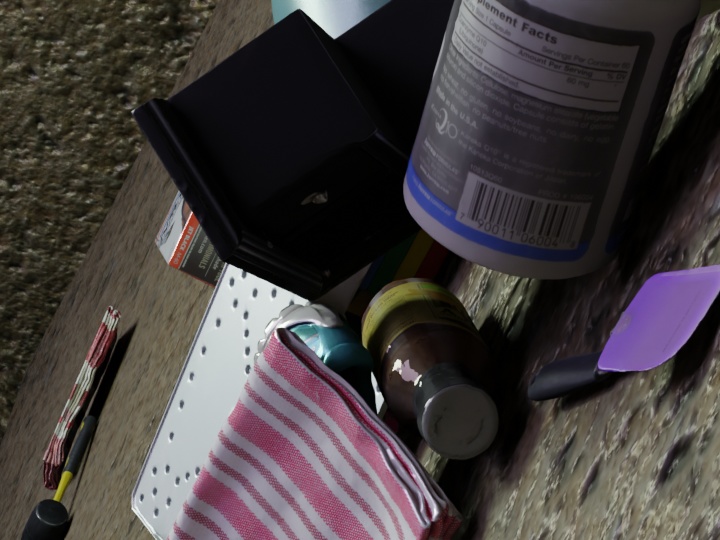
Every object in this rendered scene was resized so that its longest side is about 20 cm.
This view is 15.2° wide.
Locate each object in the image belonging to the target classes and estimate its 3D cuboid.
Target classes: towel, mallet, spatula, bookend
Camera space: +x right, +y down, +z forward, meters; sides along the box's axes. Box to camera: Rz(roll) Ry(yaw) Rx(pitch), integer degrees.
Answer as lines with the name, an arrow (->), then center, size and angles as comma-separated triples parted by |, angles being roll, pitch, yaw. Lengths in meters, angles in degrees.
towel -> -0.037, 0.146, 1.446 | 0.030, 0.146, 0.200 | -17, -34, -47
mallet -> -0.331, 0.240, 3.007 | 0.200, 0.041, 0.066 | -73, 9, -57
spatula -> 0.113, 0.037, 1.233 | 0.057, 0.021, 0.200 | -56, 4, -19
towel -> -0.321, 0.150, 3.140 | 0.144, 0.023, 0.201 | 113, 179, -73
bookend -> 0.010, -0.084, 1.403 | 0.200, 0.092, 0.199 | -34, -12, 6

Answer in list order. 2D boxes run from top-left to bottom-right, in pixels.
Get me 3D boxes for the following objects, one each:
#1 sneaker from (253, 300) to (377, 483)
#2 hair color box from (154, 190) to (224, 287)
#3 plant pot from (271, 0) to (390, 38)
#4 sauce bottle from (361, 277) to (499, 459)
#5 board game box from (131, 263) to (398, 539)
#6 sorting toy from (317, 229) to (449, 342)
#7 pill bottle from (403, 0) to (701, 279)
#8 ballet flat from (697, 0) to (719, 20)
sneaker -> -0.024, 0.118, 1.482 | 0.080, 0.077, 0.201 | 35, 130, 57
hair color box -> -0.147, -0.054, 2.641 | 0.111, 0.064, 0.200 | -65, 11, 2
plant pot -> 0.035, -0.151, 1.612 | 0.200, 0.199, 0.189 | 127, 153, -51
sauce bottle -> 0.040, 0.055, 1.451 | 0.065, 0.065, 0.200 | -64, 12, 10
board game box -> -0.057, 0.109, 1.654 | 0.200, 0.026, 0.201 | 44, 116, 50
sorting toy -> 0.000, 0.000, 1.758 | 0.199, 0.069, 0.200 | -62, 12, 23
pill bottle -> 0.096, -0.107, 1.286 | 0.114, 0.113, 0.201 | -84, 9, -60
ballet flat -> 0.162, -0.160, 1.356 | 0.200, 0.068, 0.073 | 174, 101, -74
